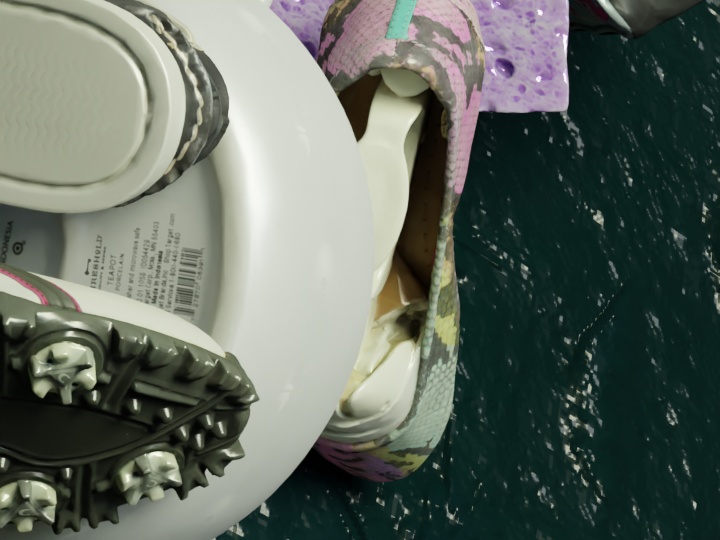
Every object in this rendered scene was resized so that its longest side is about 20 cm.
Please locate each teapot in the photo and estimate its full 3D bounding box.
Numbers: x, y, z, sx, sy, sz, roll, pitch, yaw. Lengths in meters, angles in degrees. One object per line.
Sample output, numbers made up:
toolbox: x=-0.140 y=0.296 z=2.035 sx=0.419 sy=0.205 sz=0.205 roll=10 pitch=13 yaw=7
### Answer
teapot: x=-0.072 y=-0.008 z=0.774 sx=0.198 sy=0.200 sz=0.146 roll=56 pitch=20 yaw=16

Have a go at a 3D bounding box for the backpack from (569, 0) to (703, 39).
backpack: x=0.049 y=-0.178 z=0.962 sx=0.201 sy=0.150 sz=0.178 roll=60 pitch=-1 yaw=-10

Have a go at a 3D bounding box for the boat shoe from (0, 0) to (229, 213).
boat shoe: x=-0.128 y=-0.064 z=0.674 sx=0.060 sy=0.199 sz=0.074 roll=-15 pitch=118 yaw=-73

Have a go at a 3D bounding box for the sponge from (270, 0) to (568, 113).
sponge: x=0.015 y=-0.151 z=0.863 sx=0.030 sy=0.111 sz=0.201 roll=-40 pitch=131 yaw=-86

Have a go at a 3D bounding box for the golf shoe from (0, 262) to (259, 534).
golf shoe: x=-0.122 y=0.009 z=0.647 sx=0.199 sy=0.077 sz=0.088 roll=8 pitch=43 yaw=-16

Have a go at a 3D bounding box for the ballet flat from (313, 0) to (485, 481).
ballet flat: x=0.000 y=0.000 z=0.844 sx=0.069 sy=0.201 sz=0.071 roll=14 pitch=35 yaw=8
